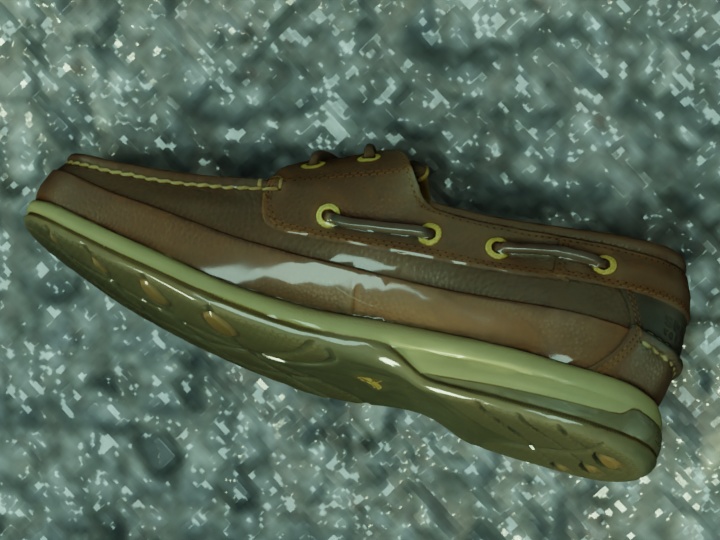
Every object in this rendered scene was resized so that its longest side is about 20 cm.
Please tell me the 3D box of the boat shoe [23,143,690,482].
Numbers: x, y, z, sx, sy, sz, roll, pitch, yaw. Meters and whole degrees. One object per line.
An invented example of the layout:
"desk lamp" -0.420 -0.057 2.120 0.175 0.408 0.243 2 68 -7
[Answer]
"boat shoe" 0.000 0.000 0.785 0.199 0.072 0.068 17 75 17
